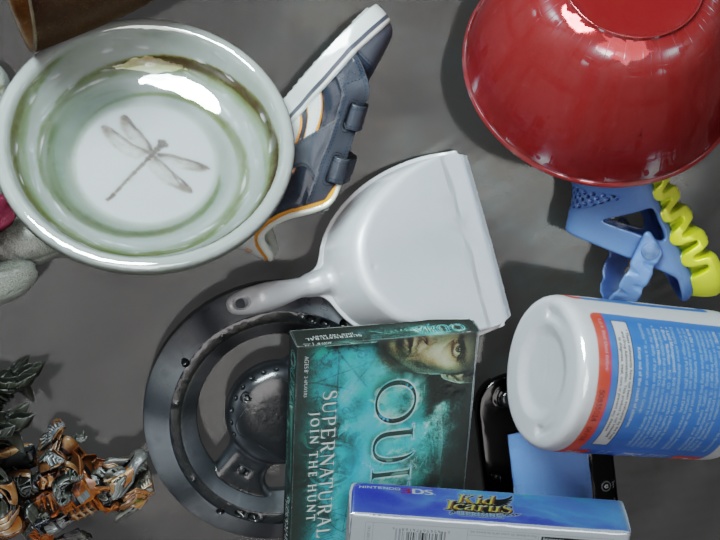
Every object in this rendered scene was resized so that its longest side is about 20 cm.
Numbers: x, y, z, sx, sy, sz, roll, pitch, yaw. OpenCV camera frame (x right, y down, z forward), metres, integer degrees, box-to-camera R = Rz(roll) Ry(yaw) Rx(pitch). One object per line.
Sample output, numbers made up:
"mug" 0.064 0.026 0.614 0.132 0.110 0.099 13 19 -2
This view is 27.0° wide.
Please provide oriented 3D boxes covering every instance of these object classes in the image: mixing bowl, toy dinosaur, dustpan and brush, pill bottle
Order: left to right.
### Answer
"toy dinosaur" -0.255 0.150 1.083 0.200 0.102 0.136 -17 117 -24
"dustpan and brush" 0.000 0.000 1.083 0.200 0.057 0.140 -15 89 -32
"mixing bowl" 0.174 -0.169 1.022 0.200 0.108 0.200 1 64 -2
"pill bottle" 0.217 0.081 1.087 0.200 0.112 0.112 6 97 -22

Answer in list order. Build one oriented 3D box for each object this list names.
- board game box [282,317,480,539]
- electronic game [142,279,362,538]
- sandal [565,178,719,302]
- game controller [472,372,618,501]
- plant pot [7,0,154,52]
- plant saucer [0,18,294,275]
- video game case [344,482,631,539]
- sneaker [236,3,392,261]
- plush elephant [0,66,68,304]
"board game box" 0.013 0.131 1.089 0.135 0.028 0.200 -5 117 -15
"electronic game" -0.061 0.104 1.114 0.200 0.042 0.200 -2 104 -10
"sandal" 0.186 -0.050 1.100 0.087 0.079 0.200 -31 98 3
"game controller" 0.145 0.170 1.142 0.104 0.042 0.200 -8 99 -4
"plant pot" -0.148 -0.262 1.004 0.200 0.187 0.187 -17 99 -15
"plant saucer" -0.146 -0.077 1.014 0.200 0.050 0.200 4 60 -6
"video game case" 0.084 0.247 1.101 0.200 0.045 0.182 5 115 -1
"sneaker" -0.031 -0.095 1.074 0.079 0.078 0.200 41 104 -4
"plush elephant" -0.295 -0.038 1.017 0.200 0.155 0.165 -26 99 -2
